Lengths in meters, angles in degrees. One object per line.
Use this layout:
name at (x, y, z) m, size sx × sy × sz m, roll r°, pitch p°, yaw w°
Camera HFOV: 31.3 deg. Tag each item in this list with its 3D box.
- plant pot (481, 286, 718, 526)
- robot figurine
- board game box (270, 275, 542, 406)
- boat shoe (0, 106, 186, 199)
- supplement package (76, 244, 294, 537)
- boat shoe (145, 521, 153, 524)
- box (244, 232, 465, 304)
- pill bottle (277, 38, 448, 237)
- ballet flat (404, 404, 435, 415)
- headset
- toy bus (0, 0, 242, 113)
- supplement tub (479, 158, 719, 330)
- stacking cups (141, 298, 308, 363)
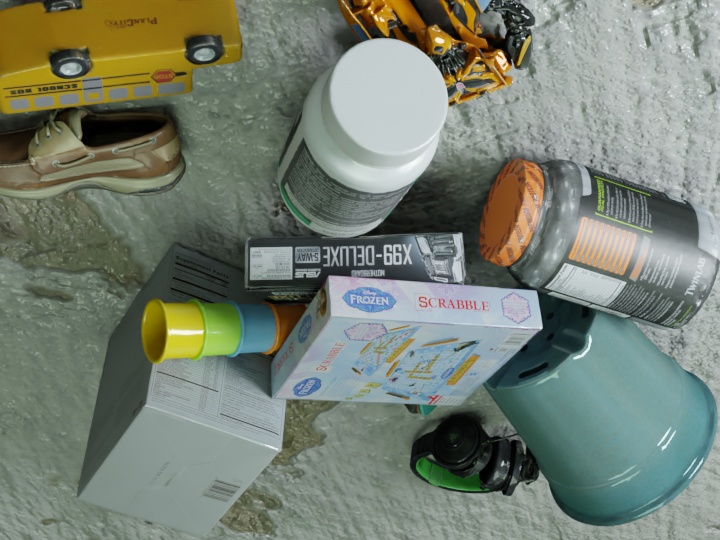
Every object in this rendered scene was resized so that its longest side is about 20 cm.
plant pot at (0.227, 0.118, 1.300) m, size 0.199 × 0.201 × 0.196 m, roll -25°, pitch 122°, yaw 28°
robot figurine at (0.055, -0.205, 1.039) m, size 0.144 × 0.059 × 0.200 m, roll -17°, pitch 134°, yaw 25°
board game box at (0.036, 0.070, 1.192) m, size 0.198 × 0.041 × 0.200 m, roll 4°, pitch 153°, yaw -19°
boat shoe at (-0.258, -0.115, 1.155) m, size 0.198 × 0.076 × 0.074 m, roll -2°, pitch 133°, yaw -6°
supplement package at (-0.175, 0.125, 1.311) m, size 0.146 × 0.201 × 0.191 m, roll 22°, pitch 135°, yaw -20°
boat shoe at (-0.220, 0.242, 1.549) m, size 0.073 × 0.075 × 0.200 m, roll 1°, pitch 148°, yaw -13°
box at (0.000, 0.000, 1.217) m, size 0.198 × 0.050 × 0.158 m, roll -1°, pitch 173°, yaw 4°
pill bottle at (0.000, -0.106, 1.060) m, size 0.112 × 0.114 × 0.200 m, roll 12°, pitch 164°, yaw -10°
ballet flat at (0.058, 0.084, 1.346) m, size 0.068 × 0.068 × 0.201 m, roll 38°, pitch 148°, yaw 20°
headset at (0.139, 0.226, 1.481) m, size 0.123 × 0.095 × 0.200 m, roll 27°, pitch 144°, yaw -25°
toy bus at (-0.199, -0.180, 1.049) m, size 0.198 × 0.066 × 0.078 m, roll -8°, pitch 156°, yaw -11°
supplement tub at (0.217, -0.027, 1.178) m, size 0.198 × 0.123 × 0.123 m, roll 17°, pitch 136°, yaw -14°
stacking cups at (-0.105, 0.057, 1.226) m, size 0.199 × 0.061 × 0.061 m, roll 1°, pitch 143°, yaw -32°
